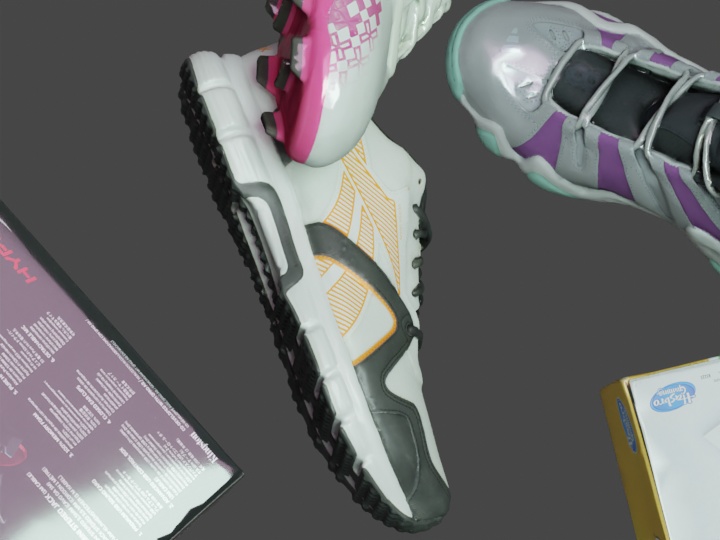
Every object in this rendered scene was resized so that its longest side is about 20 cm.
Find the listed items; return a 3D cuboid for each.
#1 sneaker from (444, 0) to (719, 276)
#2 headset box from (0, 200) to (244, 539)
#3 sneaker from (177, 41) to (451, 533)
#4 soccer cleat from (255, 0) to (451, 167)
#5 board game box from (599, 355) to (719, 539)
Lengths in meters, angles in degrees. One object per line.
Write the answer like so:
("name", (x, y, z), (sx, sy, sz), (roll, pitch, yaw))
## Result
("sneaker", (0.132, -0.056, 0.880), (0.200, 0.140, 0.078), (27, 77, -4))
("headset box", (-0.166, 0.088, 0.842), (0.200, 0.075, 0.149), (-42, 88, -13))
("sneaker", (0.000, 0.000, 0.885), (0.080, 0.074, 0.200), (-19, 84, -14))
("soccer cleat", (0.011, -0.117, 0.876), (0.086, 0.070, 0.200), (11, 49, -11))
("board game box", (0.191, 0.124, 0.908), (0.153, 0.040, 0.200), (-11, 82, -11))
